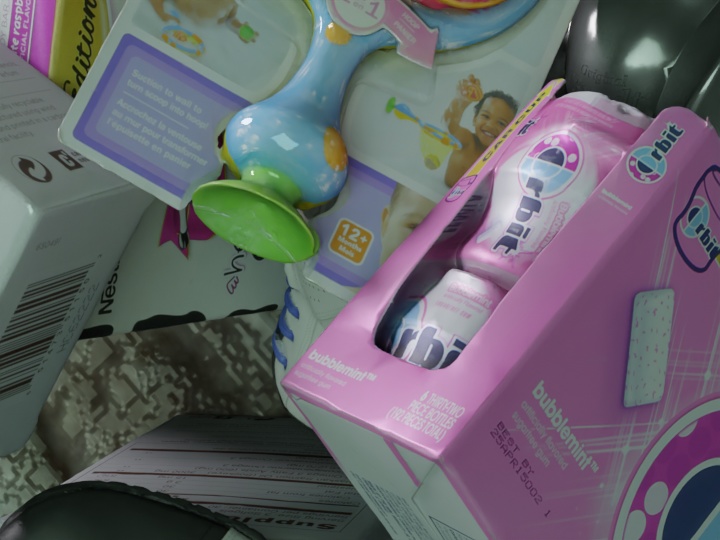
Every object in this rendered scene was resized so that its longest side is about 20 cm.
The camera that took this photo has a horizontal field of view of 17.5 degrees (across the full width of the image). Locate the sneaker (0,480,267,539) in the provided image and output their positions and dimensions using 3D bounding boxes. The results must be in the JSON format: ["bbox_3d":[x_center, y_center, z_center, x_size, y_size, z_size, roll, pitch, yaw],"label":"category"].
[{"bbox_3d":[-0.025,0.135,0.624,0.200,0.088,0.074,40,102,3],"label":"sneaker"}]

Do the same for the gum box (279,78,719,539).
[{"bbox_3d":[0.072,0.054,0.639,0.066,0.200,0.114,21,63,47],"label":"gum box"}]

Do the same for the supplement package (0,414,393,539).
[{"bbox_3d":[-0.035,0.121,0.772,0.116,0.200,0.118,2,97,12],"label":"supplement package"}]

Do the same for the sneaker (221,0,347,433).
[{"bbox_3d":[0.000,0.001,0.720,0.115,0.081,0.200,-11,118,55],"label":"sneaker"}]

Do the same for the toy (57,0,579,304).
[{"bbox_3d":[0.012,-0.095,0.641,0.115,0.047,0.201,29,70,-9],"label":"toy"}]

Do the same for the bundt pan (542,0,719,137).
[{"bbox_3d":[0.100,-0.020,0.732,0.201,0.076,0.203,29,145,23],"label":"bundt pan"}]

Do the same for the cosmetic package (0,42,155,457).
[{"bbox_3d":[-0.164,-0.039,0.653,0.200,0.071,0.102,38,113,14],"label":"cosmetic package"}]

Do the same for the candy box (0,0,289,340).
[{"bbox_3d":[-0.046,-0.057,0.748,0.061,0.199,0.138,19,108,38],"label":"candy box"}]
